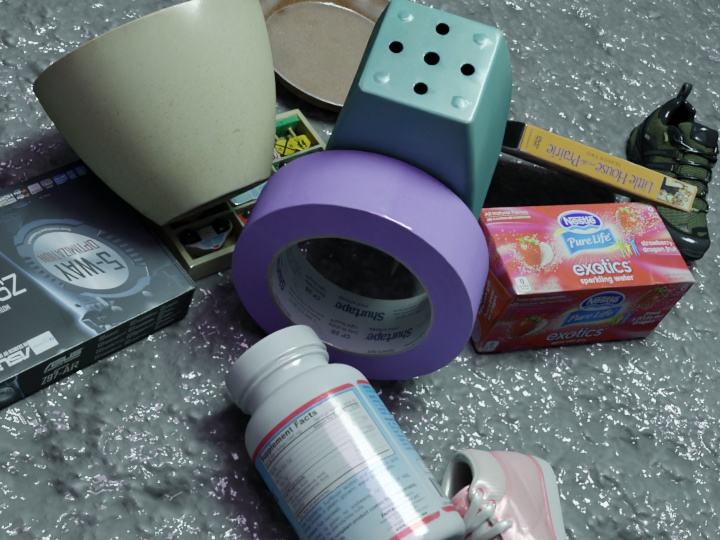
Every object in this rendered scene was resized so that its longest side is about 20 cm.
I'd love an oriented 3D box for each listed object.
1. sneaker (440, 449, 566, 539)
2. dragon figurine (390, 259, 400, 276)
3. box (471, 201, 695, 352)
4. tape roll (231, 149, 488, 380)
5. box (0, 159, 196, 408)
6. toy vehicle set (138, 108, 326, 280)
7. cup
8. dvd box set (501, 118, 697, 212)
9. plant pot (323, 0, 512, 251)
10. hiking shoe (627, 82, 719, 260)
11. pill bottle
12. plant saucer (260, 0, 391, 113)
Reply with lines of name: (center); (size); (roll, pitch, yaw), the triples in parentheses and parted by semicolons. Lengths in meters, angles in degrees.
sneaker: (0.111, 0.221, 0.857); (0.104, 0.075, 0.201); (19, 40, -28)
dragon figurine: (0.052, -0.095, 1.086); (0.099, 0.059, 0.201); (9, 63, -49)
box: (0.193, 0.004, 1.056); (0.199, 0.096, 0.100); (-3, 54, -24)
tape roll: (0.000, 0.000, 0.911); (0.199, 0.200, 0.066); (24, 48, -3)
box: (-0.259, 0.007, 0.905); (0.200, 0.044, 0.160); (-27, 67, -36)
toy vehicle set: (-0.106, -0.073, 1.040); (0.199, 0.027, 0.124); (-23, 65, -34)
cup: (-0.148, -0.122, 0.938); (0.200, 0.200, 0.144); (-26, 94, -35)
dvd box set: (0.211, -0.108, 1.118); (0.199, 0.030, 0.146); (17, 6, -20)
plant pot: (0.048, -0.117, 0.923); (0.141, 0.200, 0.142); (18, 66, 4)
hiking shoe: (0.336, -0.106, 1.196); (0.075, 0.101, 0.201); (8, 52, -15)
pill bottle: (-0.018, 0.144, 0.853); (0.108, 0.109, 0.200); (-20, 63, -33)
plant saucer: (-0.024, -0.234, 1.194); (0.199, 0.035, 0.201); (11, 52, -15)
